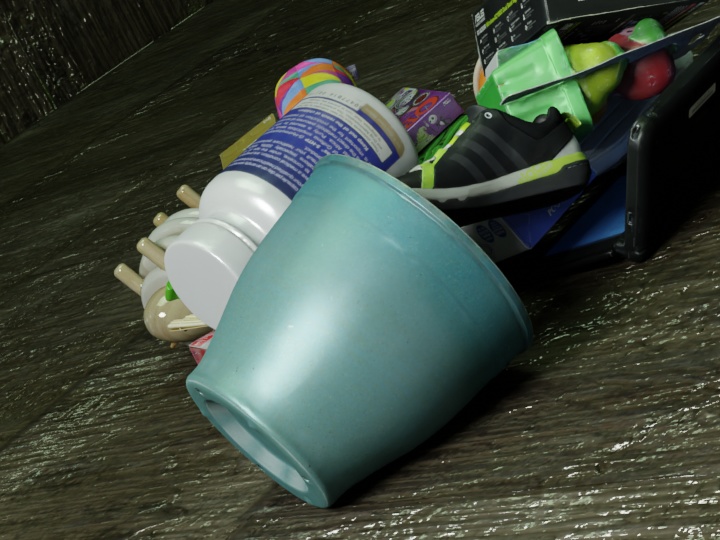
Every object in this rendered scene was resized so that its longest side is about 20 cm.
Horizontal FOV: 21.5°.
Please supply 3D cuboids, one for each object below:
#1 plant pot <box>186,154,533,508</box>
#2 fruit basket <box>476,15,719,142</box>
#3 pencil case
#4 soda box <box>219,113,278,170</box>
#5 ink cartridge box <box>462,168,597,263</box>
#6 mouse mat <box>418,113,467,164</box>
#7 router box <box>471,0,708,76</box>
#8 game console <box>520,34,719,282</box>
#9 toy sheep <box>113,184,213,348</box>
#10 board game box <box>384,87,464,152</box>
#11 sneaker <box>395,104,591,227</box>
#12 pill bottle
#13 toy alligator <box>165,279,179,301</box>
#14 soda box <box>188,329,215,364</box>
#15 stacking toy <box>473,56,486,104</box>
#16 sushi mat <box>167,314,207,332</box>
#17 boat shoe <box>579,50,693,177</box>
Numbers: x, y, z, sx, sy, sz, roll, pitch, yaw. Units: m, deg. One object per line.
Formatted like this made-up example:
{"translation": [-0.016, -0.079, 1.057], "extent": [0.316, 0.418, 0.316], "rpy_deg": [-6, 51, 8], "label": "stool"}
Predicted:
{"translation": [-0.013, 0.056, 1.326], "extent": [0.188, 0.200, 0.200], "rpy_deg": [-49, 21, -15], "label": "plant pot"}
{"translation": [0.196, -0.166, 1.559], "extent": [0.199, 0.094, 0.185], "rpy_deg": [-28, -3, -5], "label": "fruit basket"}
{"translation": [-0.028, -0.135, 1.736], "extent": [0.088, 0.089, 0.200], "rpy_deg": [-26, 21, 4], "label": "pencil case"}
{"translation": [-0.079, -0.075, 1.722], "extent": [0.068, 0.064, 0.200], "rpy_deg": [-37, 20, 6], "label": "soda box"}
{"translation": [0.107, -0.043, 1.570], "extent": [0.094, 0.044, 0.200], "rpy_deg": [-47, 9, -25], "label": "ink cartridge box"}
{"translation": [0.035, -0.076, 1.707], "extent": [0.200, 0.008, 0.161], "rpy_deg": [-46, 20, -21], "label": "mouse mat"}
{"translation": [0.194, -0.226, 1.607], "extent": [0.149, 0.062, 0.200], "rpy_deg": [-10, -5, -13], "label": "router box"}
{"translation": [0.220, -0.094, 1.527], "extent": [0.116, 0.176, 0.200], "rpy_deg": [17, 40, 28], "label": "game console"}
{"translation": [-0.150, -0.002, 1.806], "extent": [0.138, 0.138, 0.200], "rpy_deg": [-15, 29, 37], "label": "toy sheep"}
{"translation": [-0.003, -0.096, 1.773], "extent": [0.200, 0.032, 0.120], "rpy_deg": [-43, 23, -11], "label": "board game box"}
{"translation": [0.081, -0.081, 1.430], "extent": [0.199, 0.083, 0.072], "rpy_deg": [-11, -13, -27], "label": "sneaker"}
{"translation": [-0.055, -0.045, 1.473], "extent": [0.119, 0.120, 0.200], "rpy_deg": [-8, 30, 51], "label": "pill bottle"}
{"translation": [-0.067, -0.007, 1.555], "extent": [0.200, 0.059, 0.054], "rpy_deg": [-25, 54, -32], "label": "toy alligator"}
{"translation": [-0.060, 0.080, 1.513], "extent": [0.063, 0.070, 0.200], "rpy_deg": [-32, 16, -24], "label": "soda box"}
{"translation": [0.159, -0.117, 1.713], "extent": [0.146, 0.146, 0.200], "rpy_deg": [-18, 33, 30], "label": "stacking toy"}
{"translation": [-0.061, 0.025, 1.554], "extent": [0.199, 0.012, 0.096], "rpy_deg": [-7, 15, 42], "label": "sushi mat"}
{"translation": [0.227, -0.123, 1.663], "extent": [0.200, 0.062, 0.072], "rpy_deg": [-40, 49, -22], "label": "boat shoe"}
